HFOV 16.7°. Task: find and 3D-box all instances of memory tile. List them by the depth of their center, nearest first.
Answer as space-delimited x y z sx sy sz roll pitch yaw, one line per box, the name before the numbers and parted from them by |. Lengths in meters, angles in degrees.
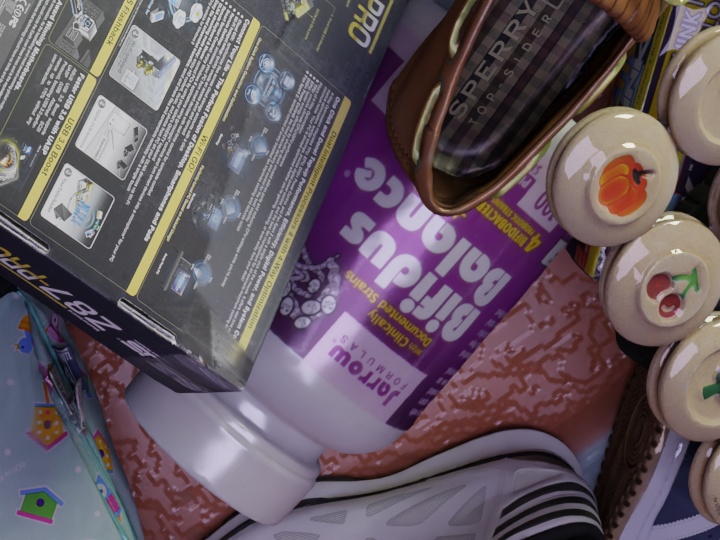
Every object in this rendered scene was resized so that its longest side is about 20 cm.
memory tile | 0.160 -0.007 0.899 0.153 0.017 0.201 -35 123 -8

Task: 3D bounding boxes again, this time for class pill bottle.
pill bottle | 0.000 0.000 0.969 0.112 0.112 0.200 39 96 -14

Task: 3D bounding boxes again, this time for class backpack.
backpack | -0.167 0.087 0.961 0.166 0.127 0.201 -26 109 -4

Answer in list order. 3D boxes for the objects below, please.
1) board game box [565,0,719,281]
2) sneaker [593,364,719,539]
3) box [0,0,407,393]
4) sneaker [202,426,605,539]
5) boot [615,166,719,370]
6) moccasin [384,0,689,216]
board game box | 0.192 -0.076 1.005 0.164 0.057 0.201 15 102 -9
sneaker | 0.153 0.118 1.038 0.108 0.070 0.201 14 108 -6
box | -0.071 -0.081 0.867 0.161 0.049 0.201 35 66 -32
sneaker | 0.007 0.130 0.999 0.199 0.115 0.076 -23 106 -1
boot | 0.208 -0.019 0.966 0.138 0.078 0.200 32 102 -24
moccasin | 0.076 -0.105 0.835 0.073 0.078 0.202 33 112 -22
